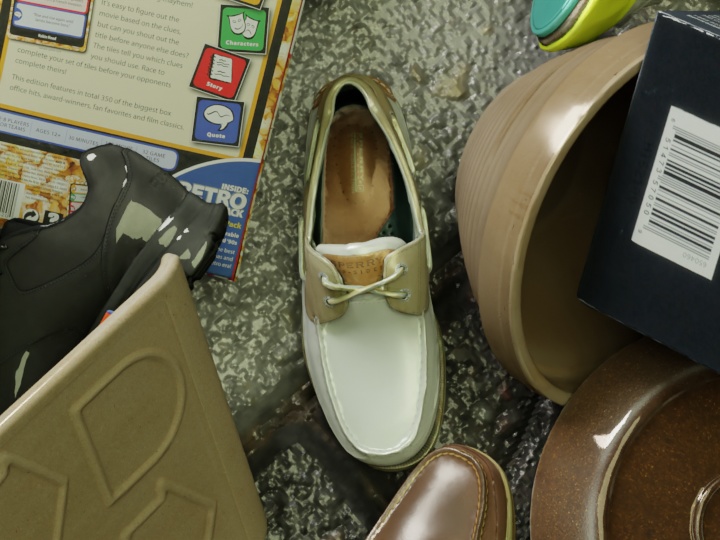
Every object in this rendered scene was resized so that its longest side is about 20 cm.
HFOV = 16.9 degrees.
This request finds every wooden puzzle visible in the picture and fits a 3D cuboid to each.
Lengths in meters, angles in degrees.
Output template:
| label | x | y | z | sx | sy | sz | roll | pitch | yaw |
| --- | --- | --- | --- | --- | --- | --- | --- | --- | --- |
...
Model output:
| label | x | y | z | sx | sy | sz | roll | pitch | yaw |
| --- | --- | --- | --- | --- | --- | --- | --- | --- | --- |
| wooden puzzle | -0.130 | 0.115 | 1.125 | 0.046 | 0.185 | 0.200 | 17 | 49 | 32 |

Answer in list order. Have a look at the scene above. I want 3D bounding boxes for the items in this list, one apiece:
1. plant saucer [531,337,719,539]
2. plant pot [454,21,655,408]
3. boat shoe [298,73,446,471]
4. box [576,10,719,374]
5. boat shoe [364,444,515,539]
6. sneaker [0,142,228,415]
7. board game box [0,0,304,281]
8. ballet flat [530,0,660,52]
| label | x | y | z | sx | sy | sz | roll | pitch | yaw |
| --- | --- | --- | --- | --- | --- | --- | --- | --- | --- |
| plant saucer | 0.183 | 0.126 | 1.200 | 0.200 | 0.034 | 0.201 | 1 | 87 | -18 |
| plant pot | 0.114 | -0.039 | 1.218 | 0.093 | 0.201 | 0.201 | 29 | 73 | 39 |
| boat shoe | 0.000 | 0.000 | 1.218 | 0.075 | 0.068 | 0.200 | -9 | 79 | 4 |
| box | 0.221 | -0.040 | 1.176 | 0.200 | 0.107 | 0.149 | -6 | 117 | -47 |
| boat shoe | 0.015 | 0.176 | 1.185 | 0.072 | 0.068 | 0.200 | 20 | 80 | 29 |
| sneaker | -0.153 | 0.025 | 1.180 | 0.091 | 0.076 | 0.200 | 40 | 93 | -2 |
| board game box | -0.111 | -0.107 | 1.185 | 0.151 | 0.046 | 0.200 | 13 | 112 | -8 |
| ballet flat | 0.137 | -0.175 | 1.250 | 0.067 | 0.067 | 0.200 | 32 | 45 | -20 |
